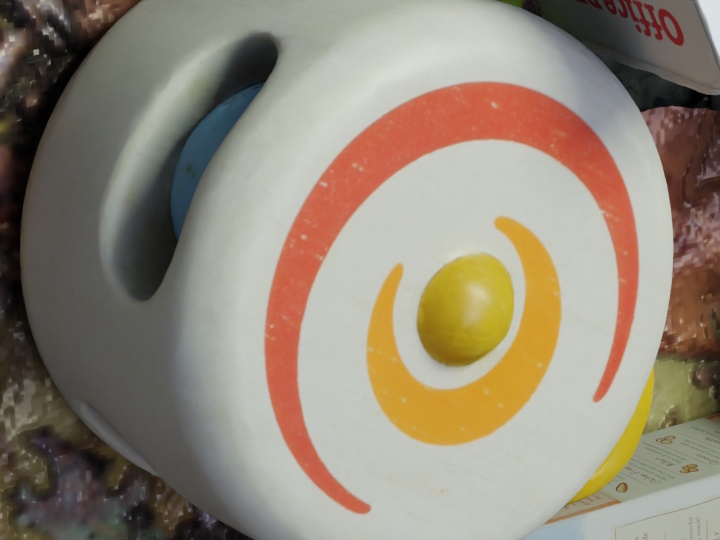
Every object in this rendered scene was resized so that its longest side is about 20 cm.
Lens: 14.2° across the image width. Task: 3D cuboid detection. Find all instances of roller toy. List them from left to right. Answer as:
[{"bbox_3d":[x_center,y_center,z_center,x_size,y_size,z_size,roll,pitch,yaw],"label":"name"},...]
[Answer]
[{"bbox_3d":[0.000,0.000,0.899,0.182,0.140,0.201,-23,116,-27],"label":"roller toy"}]

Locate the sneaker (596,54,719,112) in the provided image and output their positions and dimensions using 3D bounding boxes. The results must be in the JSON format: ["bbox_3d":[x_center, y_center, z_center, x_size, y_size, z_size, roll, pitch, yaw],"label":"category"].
[{"bbox_3d":[0.175,-0.077,0.994,0.199,0.104,0.060,-18,138,-15],"label":"sneaker"}]

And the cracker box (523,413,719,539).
[{"bbox_3d":[0.118,0.130,1.071,0.199,0.058,0.134,-12,109,-33],"label":"cracker box"}]

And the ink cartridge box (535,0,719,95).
[{"bbox_3d":[0.079,-0.168,0.859,0.084,0.145,0.201,-28,110,-11],"label":"ink cartridge box"}]
